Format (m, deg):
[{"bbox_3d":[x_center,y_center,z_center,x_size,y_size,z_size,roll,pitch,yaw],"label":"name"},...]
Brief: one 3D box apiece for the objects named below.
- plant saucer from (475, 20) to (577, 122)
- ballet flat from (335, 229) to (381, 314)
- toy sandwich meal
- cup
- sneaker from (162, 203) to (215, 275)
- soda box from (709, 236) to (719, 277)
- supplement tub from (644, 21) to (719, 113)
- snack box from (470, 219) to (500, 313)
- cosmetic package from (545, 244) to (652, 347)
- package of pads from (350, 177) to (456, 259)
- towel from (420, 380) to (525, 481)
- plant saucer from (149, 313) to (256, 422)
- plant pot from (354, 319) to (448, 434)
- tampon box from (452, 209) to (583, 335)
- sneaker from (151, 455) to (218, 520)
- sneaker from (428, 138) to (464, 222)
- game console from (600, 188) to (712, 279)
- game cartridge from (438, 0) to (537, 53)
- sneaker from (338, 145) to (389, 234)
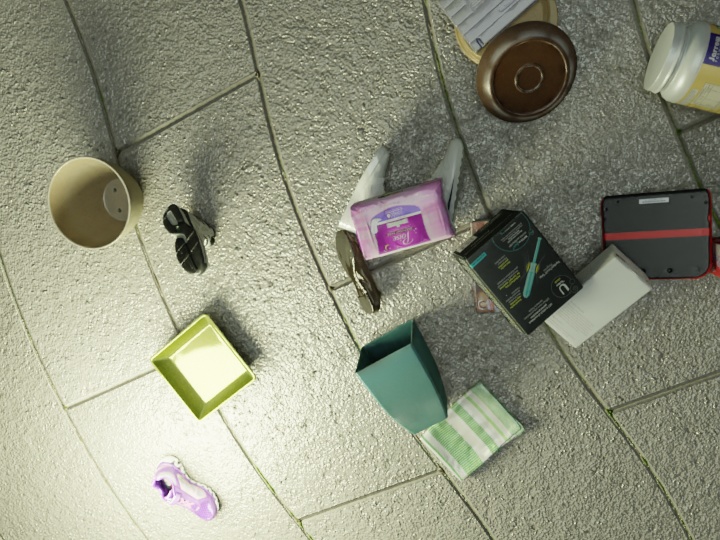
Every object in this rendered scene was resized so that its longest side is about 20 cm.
[{"bbox_3d":[0.328,-0.381,1.166,0.198,0.032,0.201,0,125,0],"label":"plant saucer"},{"bbox_3d":[0.000,0.000,1.333,0.046,0.067,0.201,-25,92,-31],"label":"ballet flat"},{"bbox_3d":[0.288,-0.496,1.183,0.203,0.070,0.207,3,101,14],"label":"toy sandwich meal"},{"bbox_3d":[-0.578,-0.158,1.355,0.199,0.143,0.202,2,100,9],"label":"cup"},{"bbox_3d":[-0.357,-0.064,1.334,0.076,0.115,0.201,-45,57,19],"label":"sneaker"},{"bbox_3d":[0.713,-0.019,1.120,0.063,0.200,0.071,-6,99,10],"label":"soda box"},{"bbox_3d":[0.650,-0.371,1.097,0.199,0.145,0.146,16,102,6],"label":"supplement tub"},{"bbox_3d":[0.281,-0.009,1.289,0.071,0.024,0.202,-4,99,8],"label":"snack box"},{"bbox_3d":[0.476,0.054,1.215,0.102,0.074,0.200,40,119,-5],"label":"cosmetic package"},{"bbox_3d":[0.088,-0.104,1.218,0.199,0.076,0.121,-15,103,13],"label":"package of pads"},{"bbox_3d":[0.254,0.372,1.364,0.153,0.023,0.200,45,104,1],"label":"towel"},{"bbox_3d":[-0.374,0.230,1.437,0.199,0.048,0.200,-38,92,14],"label":"plant saucer"},{"bbox_3d":[0.106,0.244,1.313,0.141,0.141,0.201,-31,101,14],"label":"plant pot"},{"bbox_3d":[0.315,-0.001,1.210,0.150,0.126,0.200,-40,99,3],"label":"tampon box"},{"bbox_3d":[-0.446,0.562,1.490,0.200,0.088,0.081,42,103,-1],"label":"sneaker"},{"bbox_3d":[0.172,-0.181,1.257,0.080,0.076,0.202,14,101,17],"label":"sneaker"},{"bbox_3d":[0.593,-0.068,1.197,0.199,0.031,0.178,-2,96,28],"label":"game console"},{"bbox_3d":[0.261,-0.532,1.129,0.200,0.038,0.130,-38,86,18],"label":"game cartridge"},{"bbox_3d":[0.044,-0.158,1.286,0.115,0.074,0.201,27,112,2],"label":"sneaker"}]
